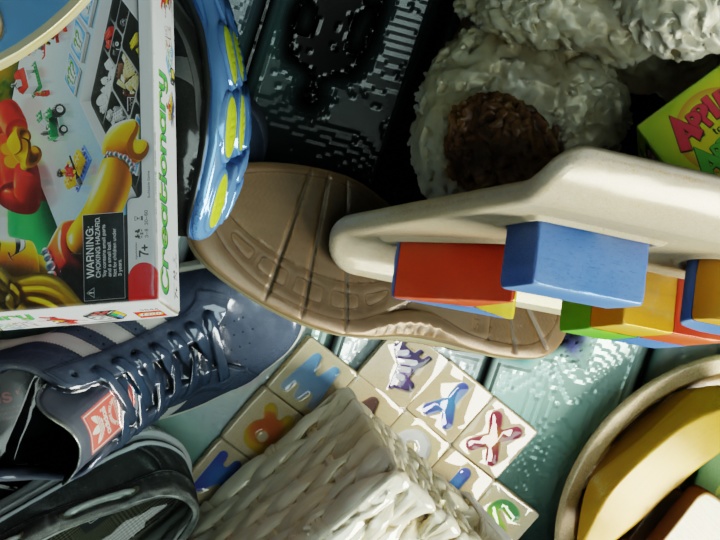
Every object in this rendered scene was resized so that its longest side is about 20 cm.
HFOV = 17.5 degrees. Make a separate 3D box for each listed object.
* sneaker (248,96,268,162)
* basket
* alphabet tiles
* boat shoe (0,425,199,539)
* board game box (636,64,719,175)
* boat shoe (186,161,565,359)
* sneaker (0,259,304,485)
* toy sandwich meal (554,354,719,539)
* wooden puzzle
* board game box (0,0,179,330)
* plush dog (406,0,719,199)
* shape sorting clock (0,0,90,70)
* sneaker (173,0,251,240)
[{"bbox_3d":[-0.132,-0.046,1.035,0.200,0.082,0.070,-4,111,-15],"label":"sneaker"},{"bbox_3d":[-0.027,0.168,1.112,0.200,0.136,0.123,-40,111,1],"label":"basket"},{"bbox_3d":[-0.010,0.128,1.177,0.166,0.006,0.200,39,95,-25],"label":"alphabet tiles"},{"bbox_3d":[-0.162,0.148,1.103,0.200,0.071,0.072,-41,115,2],"label":"boat shoe"},{"bbox_3d":[0.181,-0.050,1.071,0.102,0.200,0.048,-36,75,-2],"label":"board game box"},{"bbox_3d":[0.000,0.000,1.096,0.200,0.072,0.072,13,81,-27],"label":"boat shoe"},{"bbox_3d":[-0.114,0.056,1.076,0.200,0.085,0.075,-21,114,-9],"label":"sneaker"},{"bbox_3d":[0.188,0.140,1.204,0.205,0.070,0.205,-5,111,-15],"label":"toy sandwich meal"},{"bbox_3d":[0.107,0.002,0.996,0.185,0.200,0.046,12,76,-26],"label":"wooden puzzle"},{"bbox_3d":[-0.140,-0.077,0.952,0.126,0.035,0.200,-5,77,11],"label":"board game box"},{"bbox_3d":[0.081,-0.097,1.050,0.160,0.200,0.172,30,89,10],"label":"plush dog"},{"bbox_3d":[-0.181,-0.162,0.938,0.200,0.200,0.039,-34,154,-2],"label":"shape sorting clock"},{"bbox_3d":[-0.098,-0.107,1.012,0.083,0.071,0.200,-17,87,5],"label":"sneaker"}]
